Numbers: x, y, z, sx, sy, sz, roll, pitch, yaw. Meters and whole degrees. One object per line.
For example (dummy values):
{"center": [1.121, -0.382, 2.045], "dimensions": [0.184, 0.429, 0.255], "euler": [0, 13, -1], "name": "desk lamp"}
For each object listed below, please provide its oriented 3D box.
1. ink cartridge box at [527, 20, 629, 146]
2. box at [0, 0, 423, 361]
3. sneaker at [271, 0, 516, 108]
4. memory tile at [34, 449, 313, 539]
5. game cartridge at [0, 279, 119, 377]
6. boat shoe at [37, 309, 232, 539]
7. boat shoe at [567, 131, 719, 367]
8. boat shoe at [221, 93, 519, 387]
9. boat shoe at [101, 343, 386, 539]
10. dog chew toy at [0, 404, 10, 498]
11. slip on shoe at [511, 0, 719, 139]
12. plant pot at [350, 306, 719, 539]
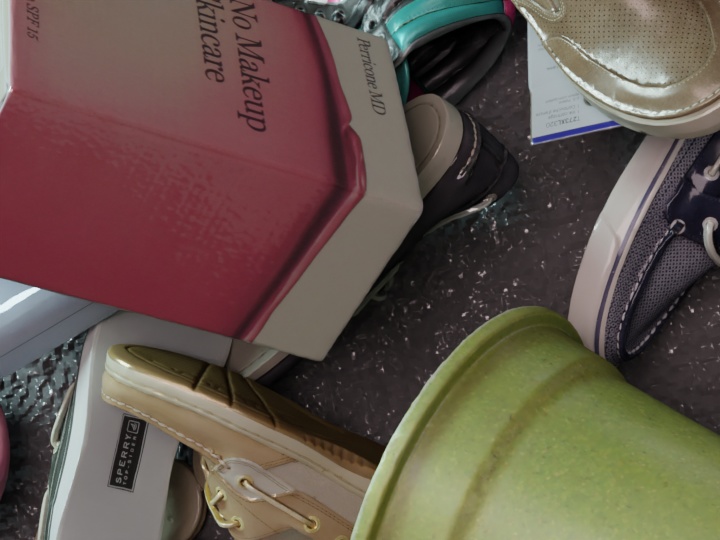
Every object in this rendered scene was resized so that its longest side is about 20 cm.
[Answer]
{"center": [0.128, -0.144, 1.120], "dimensions": [0.095, 0.037, 0.200], "euler": [-11, 54, 20], "name": "ink cartridge box"}
{"center": [-0.088, -0.058, 1.064], "dimensions": [0.109, 0.200, 0.128], "euler": [-56, 30, 36], "name": "box"}
{"center": [-0.007, -0.115, 1.177], "dimensions": [0.200, 0.084, 0.121], "euler": [-22, 66, 12], "name": "sneaker"}
{"center": [-0.069, 0.183, 1.182], "dimensions": [0.153, 0.017, 0.200], "euler": [-31, 74, 11], "name": "memory tile"}
{"center": [-0.165, -0.048, 1.192], "dimensions": [0.133, 0.042, 0.200], "euler": [-28, 48, 13], "name": "game cartridge"}
{"center": [-0.121, 0.074, 1.170], "dimensions": [0.071, 0.064, 0.200], "euler": [23, 72, -21], "name": "boat shoe"}
{"center": [0.177, -0.031, 1.104], "dimensions": [0.093, 0.075, 0.200], "euler": [26, 89, 27], "name": "boat shoe"}
{"center": [0.000, 0.000, 1.159], "dimensions": [0.200, 0.063, 0.073], "euler": [-47, 37, 26], "name": "boat shoe"}
{"center": [-0.041, 0.102, 1.128], "dimensions": [0.200, 0.074, 0.069], "euler": [27, 99, -7], "name": "boat shoe"}
{"center": [-0.283, 0.103, 1.213], "dimensions": [0.200, 0.125, 0.125], "euler": [-14, 77, 24], "name": "dog chew toy"}
{"center": [0.106, -0.136, 1.066], "dimensions": [0.076, 0.061, 0.200], "euler": [-35, 51, 3], "name": "slip on shoe"}
{"center": [0.121, 0.139, 1.016], "dimensions": [0.184, 0.200, 0.201], "euler": [22, 88, 29], "name": "plant pot"}
